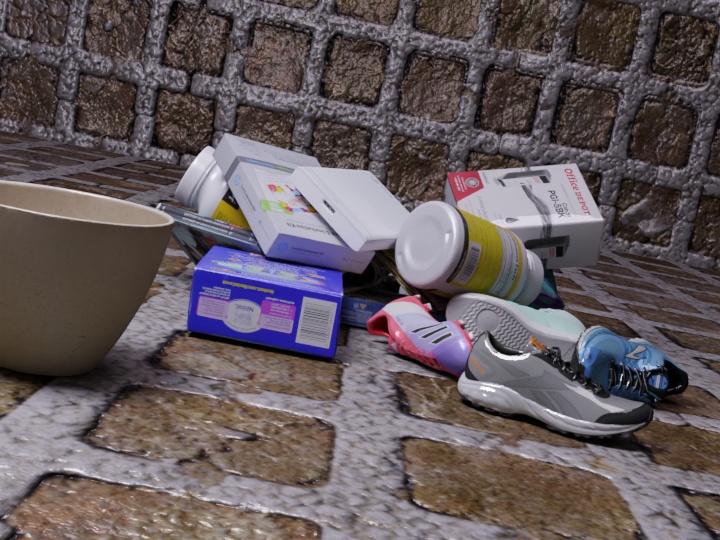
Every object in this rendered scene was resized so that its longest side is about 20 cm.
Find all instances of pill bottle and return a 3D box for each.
[{"bbox_3d":[0.147,-0.011,1.442,0.198,0.113,0.111,19,0,-42],"label":"pill bottle"},{"bbox_3d":[-0.147,-0.077,1.510,0.199,0.113,0.112,34,8,-1],"label":"pill bottle"}]

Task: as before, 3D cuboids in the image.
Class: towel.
[{"bbox_3d":[0.097,0.003,1.517,0.144,0.023,0.199,47,22,21],"label":"towel"}]

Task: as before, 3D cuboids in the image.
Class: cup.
[{"bbox_3d":[-0.272,0.009,0.981,0.197,0.146,0.200,10,8,-1],"label":"cup"}]

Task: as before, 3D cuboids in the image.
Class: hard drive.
[{"bbox_3d":[0.003,-0.081,1.450,0.132,0.027,0.199,47,20,16],"label":"hard drive"}]

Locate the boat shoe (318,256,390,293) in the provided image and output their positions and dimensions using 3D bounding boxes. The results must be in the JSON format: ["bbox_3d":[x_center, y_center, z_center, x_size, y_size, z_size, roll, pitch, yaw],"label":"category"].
[{"bbox_3d":[0.000,0.000,1.493,0.062,0.073,0.199,32,26,28],"label":"boat shoe"}]

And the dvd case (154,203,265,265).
[{"bbox_3d":[-0.172,-0.019,1.483,0.198,0.022,0.147,19,-26,37],"label":"dvd case"}]

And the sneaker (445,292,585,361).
[{"bbox_3d":[0.202,0.074,1.422,0.198,0.075,0.118,21,15,1],"label":"sneaker"}]

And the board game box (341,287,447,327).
[{"bbox_3d":[0.047,0.055,1.490,0.196,0.035,0.135,11,7,-2],"label":"board game box"}]

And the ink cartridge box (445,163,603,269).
[{"bbox_3d":[0.229,-0.075,1.586,0.196,0.084,0.148,-5,40,-7],"label":"ink cartridge box"}]

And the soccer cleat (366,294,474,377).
[{"bbox_3d":[0.074,0.084,1.290,0.076,0.068,0.200,-24,25,-14],"label":"soccer cleat"}]

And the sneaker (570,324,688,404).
[{"bbox_3d":[0.317,0.115,1.304,0.198,0.080,0.089,3,14,-43],"label":"sneaker"}]

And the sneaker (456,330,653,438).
[{"bbox_3d":[0.197,0.116,1.121,0.197,0.081,0.074,15,7,16],"label":"sneaker"}]

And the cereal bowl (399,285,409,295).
[{"bbox_3d":[0.160,0.020,1.726,0.197,0.085,0.200,10,8,-1],"label":"cereal bowl"}]

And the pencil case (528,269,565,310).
[{"bbox_3d":[0.240,0.006,1.625,0.084,0.093,0.201,-22,35,13],"label":"pencil case"}]

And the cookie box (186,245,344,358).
[{"bbox_3d":[-0.105,0.032,1.293,0.168,0.077,0.200,11,8,-2],"label":"cookie box"}]

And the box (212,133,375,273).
[{"bbox_3d":[-0.087,-0.086,1.422,0.154,0.041,0.201,11,36,-39],"label":"box"}]
